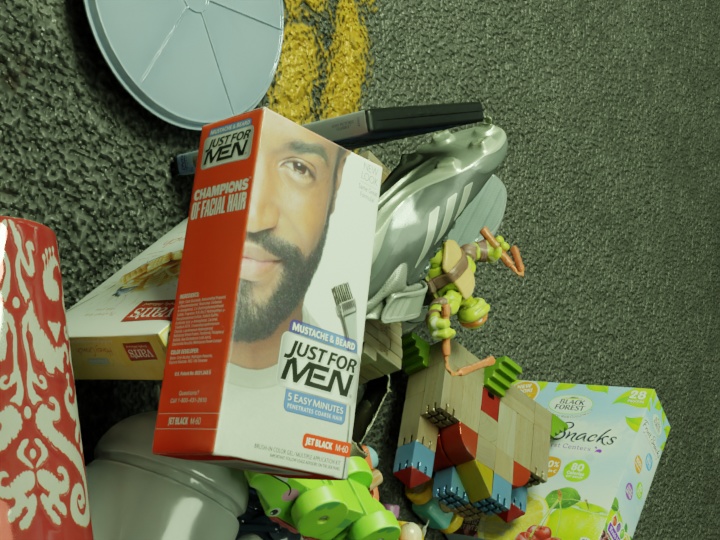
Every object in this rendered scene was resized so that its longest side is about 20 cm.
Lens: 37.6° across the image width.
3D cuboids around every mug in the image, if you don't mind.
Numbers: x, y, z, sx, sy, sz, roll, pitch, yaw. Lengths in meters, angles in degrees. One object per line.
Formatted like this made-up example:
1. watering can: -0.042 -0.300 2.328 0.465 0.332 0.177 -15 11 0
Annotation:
1. mug: -0.235 0.079 0.583 0.176 0.133 0.203 4 74 -42

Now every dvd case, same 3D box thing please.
1. dvd case: -0.025 -0.099 0.795 0.142 0.198 0.018 -15 96 -50

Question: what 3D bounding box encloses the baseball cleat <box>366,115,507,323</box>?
1. baseball cleat: 0.043 -0.031 0.819 0.199 0.069 0.107 -35 123 -20

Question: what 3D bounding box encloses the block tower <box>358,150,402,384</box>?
1. block tower: 0.000 0.000 0.891 0.058 0.054 0.202 39 41 -40

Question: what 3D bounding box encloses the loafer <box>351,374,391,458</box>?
1. loafer: -0.036 0.142 0.865 0.075 0.069 0.201 53 50 -33

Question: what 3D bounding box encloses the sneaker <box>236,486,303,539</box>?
1. sneaker: -0.077 0.136 0.785 0.085 0.074 0.203 86 3 -66

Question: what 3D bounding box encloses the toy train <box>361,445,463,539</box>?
1. toy train: 0.046 0.199 0.970 0.199 0.055 0.153 -19 102 -48

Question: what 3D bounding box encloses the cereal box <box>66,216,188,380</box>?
1. cereal box: -0.112 0.003 0.731 0.200 0.143 0.040 -45 118 -42

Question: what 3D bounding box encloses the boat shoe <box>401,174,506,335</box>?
1. boat shoe: 0.073 -0.020 1.014 0.073 0.067 0.200 38 53 5

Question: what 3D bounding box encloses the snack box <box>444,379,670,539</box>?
1. snack box: 0.199 0.208 1.063 0.201 0.167 0.068 -57 131 -36

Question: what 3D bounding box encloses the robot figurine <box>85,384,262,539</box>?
1. robot figurine: -0.143 0.181 0.703 0.168 0.113 0.202 31 62 -22

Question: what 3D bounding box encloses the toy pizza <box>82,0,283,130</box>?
1. toy pizza: -0.135 -0.208 0.805 0.199 0.031 0.204 3 86 -50

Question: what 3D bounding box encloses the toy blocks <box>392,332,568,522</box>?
1. toy blocks: 0.107 0.162 0.973 0.199 0.099 0.138 36 47 -28

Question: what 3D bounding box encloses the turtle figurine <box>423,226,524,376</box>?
1. turtle figurine: 0.076 -0.013 0.920 0.163 0.064 0.200 61 38 -19

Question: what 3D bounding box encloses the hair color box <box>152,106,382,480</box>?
1. hair color box: -0.052 0.018 0.643 0.110 0.063 0.203 20 69 -44

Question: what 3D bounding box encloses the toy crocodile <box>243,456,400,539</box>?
1. toy crocodile: -0.028 0.167 0.754 0.200 0.062 0.068 40 14 -51
